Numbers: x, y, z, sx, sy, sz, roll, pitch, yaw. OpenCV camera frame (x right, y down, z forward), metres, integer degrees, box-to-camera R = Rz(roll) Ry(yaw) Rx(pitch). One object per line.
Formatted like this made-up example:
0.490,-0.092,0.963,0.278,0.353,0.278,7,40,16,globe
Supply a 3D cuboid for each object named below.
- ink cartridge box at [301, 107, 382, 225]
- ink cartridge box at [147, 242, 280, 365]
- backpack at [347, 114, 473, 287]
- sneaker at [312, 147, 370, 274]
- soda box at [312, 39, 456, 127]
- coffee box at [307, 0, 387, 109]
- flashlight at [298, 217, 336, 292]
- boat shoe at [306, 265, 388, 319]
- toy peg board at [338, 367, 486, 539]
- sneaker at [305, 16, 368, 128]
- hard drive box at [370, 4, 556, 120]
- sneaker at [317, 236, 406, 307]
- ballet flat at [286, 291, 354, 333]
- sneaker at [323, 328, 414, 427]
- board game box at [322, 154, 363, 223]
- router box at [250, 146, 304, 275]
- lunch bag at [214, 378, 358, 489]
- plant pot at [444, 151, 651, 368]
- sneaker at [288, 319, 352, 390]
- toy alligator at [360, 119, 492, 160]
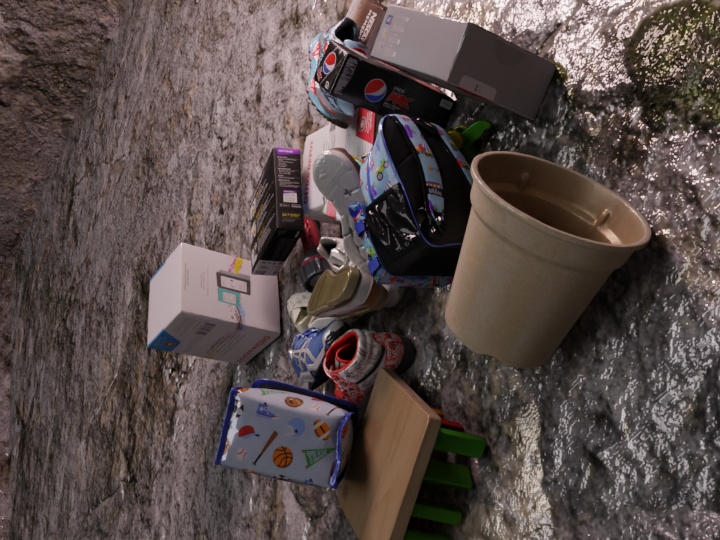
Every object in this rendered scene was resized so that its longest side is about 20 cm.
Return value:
-0.009,-0.167,1.331,0.200,0.083,0.145,-14,67,52,ink cartridge box
-0.268,0.067,1.522,0.147,0.199,0.147,-40,46,42,ink cartridge box
0.073,-0.093,1.062,0.134,0.182,0.201,-38,65,38,backpack
0.005,-0.086,1.156,0.077,0.201,0.082,-17,19,21,sneaker
0.036,-0.260,1.193,0.064,0.199,0.071,-61,36,18,soda box
0.002,-0.344,1.386,0.201,0.079,0.114,-63,36,19,coffee box
-0.090,-0.051,1.417,0.068,0.068,0.201,112,147,-44,flashlight
-0.023,0.040,1.188,0.075,0.068,0.200,-69,16,-10,boat shoe
0.067,0.258,1.072,0.199,0.097,0.201,-146,73,-71,toy peg board
-0.031,-0.313,1.280,0.095,0.079,0.201,-34,51,38,sneaker
0.132,-0.279,1.101,0.200,0.155,0.077,38,110,55,hard drive box
0.000,0.000,1.252,0.200,0.087,0.075,28,98,55,sneaker
-0.072,0.070,1.335,0.200,0.071,0.072,-13,67,54,ballet flat
-0.019,0.158,1.199,0.202,0.107,0.067,-52,40,32,sneaker
0.044,-0.085,1.187,0.199,0.030,0.096,27,105,21,board game box
-0.146,-0.096,1.416,0.200,0.051,0.150,131,139,-61,router box
-0.093,0.224,1.151,0.200,0.169,0.125,66,-143,-79,lunch bag
0.184,-0.003,0.911,0.201,0.199,0.184,58,137,48,plant pot
-0.069,0.121,1.256,0.077,0.076,0.200,52,148,12,sneaker
0.096,-0.162,1.167,0.199,0.059,0.055,-13,103,25,toy alligator
